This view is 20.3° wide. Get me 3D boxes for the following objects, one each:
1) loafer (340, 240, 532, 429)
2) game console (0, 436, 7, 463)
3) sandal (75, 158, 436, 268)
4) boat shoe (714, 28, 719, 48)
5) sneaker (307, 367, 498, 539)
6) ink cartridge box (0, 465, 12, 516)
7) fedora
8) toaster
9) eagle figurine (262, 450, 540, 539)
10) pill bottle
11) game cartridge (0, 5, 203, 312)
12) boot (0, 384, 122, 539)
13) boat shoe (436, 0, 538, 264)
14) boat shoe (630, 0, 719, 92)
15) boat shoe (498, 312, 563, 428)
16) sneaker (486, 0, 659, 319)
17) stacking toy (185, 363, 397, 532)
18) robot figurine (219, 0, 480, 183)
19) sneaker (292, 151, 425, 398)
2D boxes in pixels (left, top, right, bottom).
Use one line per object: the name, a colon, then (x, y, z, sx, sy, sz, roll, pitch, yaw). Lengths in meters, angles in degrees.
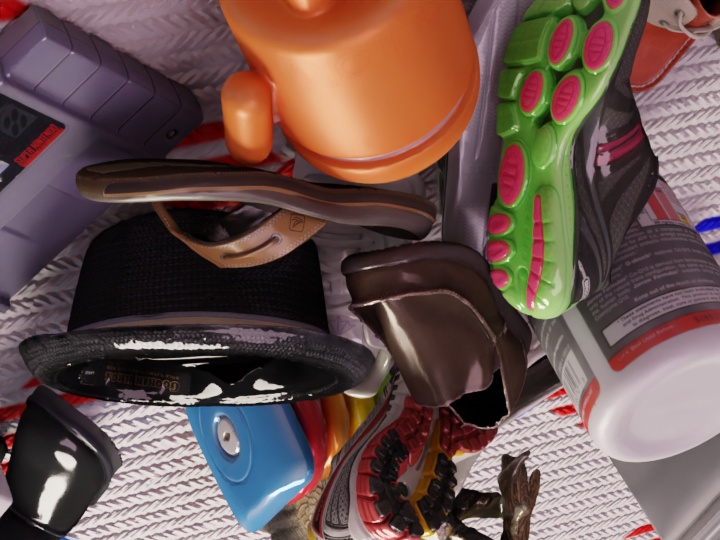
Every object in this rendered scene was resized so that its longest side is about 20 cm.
loafer: (0.052, 0.040, 1.143, 0.073, 0.072, 0.200, -11, 156, 25)
game console: (-0.322, 0.193, 1.227, 0.199, 0.177, 0.116, 6, 163, -37)
sandal: (-0.053, -0.026, 1.065, 0.199, 0.082, 0.055, 8, 93, -30)
boat shoe: (0.261, -0.179, 1.154, 0.074, 0.069, 0.201, -16, 144, -15)
sneaker: (0.021, 0.107, 1.222, 0.082, 0.078, 0.200, -35, -173, 32)
ink cartridge box: (-0.319, 0.122, 1.113, 0.199, 0.084, 0.145, 30, 107, -40)
fedora: (-0.091, 0.018, 1.132, 0.199, 0.092, 0.201, 0, 165, 0)
toaster: (0.281, 0.121, 1.445, 0.180, 0.201, 0.119, 9, 128, -41)
eagle figurine: (0.017, 0.175, 1.335, 0.198, 0.152, 0.152, -1, 168, 9)
pill bottle: (0.151, 0.004, 1.204, 0.115, 0.201, 0.116, -17, 145, -12)
game cartridge: (-0.194, -0.045, 1.067, 0.200, 0.039, 0.129, -41, 147, 20)
boot: (-0.227, 0.178, 1.197, 0.200, 0.065, 0.165, -51, 168, -21)
boat shoe: (0.073, -0.090, 1.151, 0.071, 0.071, 0.201, 4, 117, -18)
boat shoe: (0.187, -0.168, 1.127, 0.071, 0.063, 0.201, -8, 143, -28)
boat shoe: (0.141, 0.050, 1.377, 0.199, 0.066, 0.072, -29, 145, 4)
sneaker: (0.121, -0.074, 1.101, 0.083, 0.077, 0.202, -7, 117, -43)
stacking toy: (-0.005, 0.079, 1.305, 0.199, 0.110, 0.116, -17, 162, -33)
robot figurine: (-0.005, -0.121, 1.018, 0.116, 0.145, 0.200, 7, 152, 21)
sneaker: (0.000, 0.000, 1.185, 0.074, 0.100, 0.201, 4, 146, 13)
